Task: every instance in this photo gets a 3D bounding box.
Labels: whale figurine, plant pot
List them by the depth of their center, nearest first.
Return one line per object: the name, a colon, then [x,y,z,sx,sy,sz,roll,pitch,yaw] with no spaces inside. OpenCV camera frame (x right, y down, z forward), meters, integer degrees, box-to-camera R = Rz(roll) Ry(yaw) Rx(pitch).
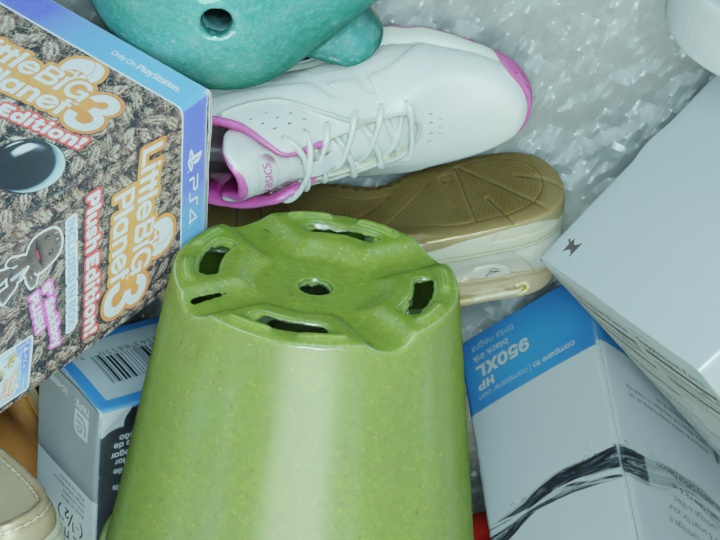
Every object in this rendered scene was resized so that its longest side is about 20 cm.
whale figurine: [-0.023,-0.142,1.158,0.200,0.104,0.159,-11,129,12]
plant pot: [-0.028,0.083,1.184,0.200,0.200,0.190,4,118,-1]

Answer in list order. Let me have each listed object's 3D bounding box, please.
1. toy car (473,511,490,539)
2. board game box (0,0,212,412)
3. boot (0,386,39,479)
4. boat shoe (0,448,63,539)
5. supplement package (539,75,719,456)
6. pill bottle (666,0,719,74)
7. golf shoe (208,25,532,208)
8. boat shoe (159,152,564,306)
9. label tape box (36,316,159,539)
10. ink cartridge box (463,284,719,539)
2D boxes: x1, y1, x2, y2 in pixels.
toy car: [0.063,0.205,1.397,0.175,0.200,0.150,6,121,-36]
board game box: [-0.186,-0.027,1.137,0.159,0.200,0.097,30,137,25]
boot: [-0.197,0.100,1.394,0.154,0.074,0.200,-10,125,18]
boat shoe: [-0.221,0.082,1.300,0.200,0.074,0.069,23,128,35]
supplement package: [0.219,0.026,1.230,0.152,0.151,0.200,-46,120,-2]
pill bottle: [0.187,-0.178,1.108,0.109,0.110,0.200,6,130,-3]
golf shoe: [-0.021,-0.060,1.238,0.199,0.092,0.075,-3,129,2]
boat shoe: [0.000,0.000,1.293,0.200,0.074,0.069,-8,131,0]
label tape box: [-0.084,0.117,1.346,0.143,0.066,0.200,-16,126,-31]
ink cartridge box: [0.130,0.125,1.303,0.084,0.200,0.145,-31,134,25]
